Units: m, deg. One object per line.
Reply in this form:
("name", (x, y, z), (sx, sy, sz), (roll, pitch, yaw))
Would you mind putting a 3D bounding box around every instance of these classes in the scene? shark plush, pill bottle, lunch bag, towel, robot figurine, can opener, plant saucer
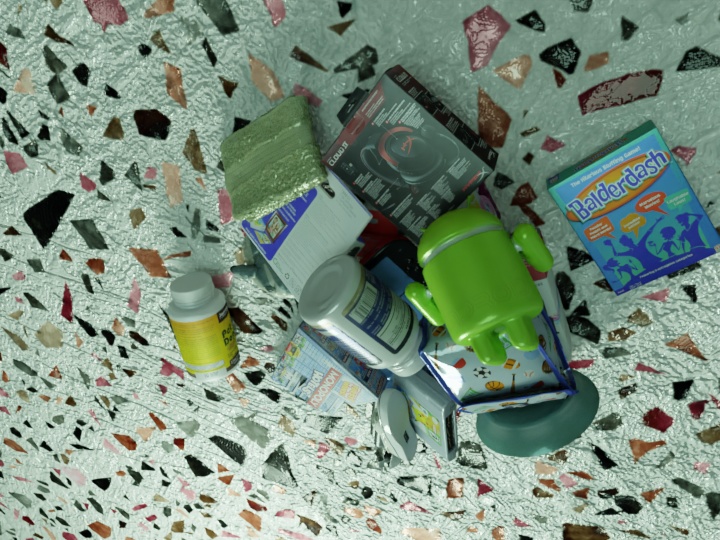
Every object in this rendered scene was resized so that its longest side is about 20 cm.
("shark plush", (-0.139, 0.003, 0.905), (0.200, 0.091, 0.083), (35, 100, 34))
("pill bottle", (-0.305, 0.108, 1.026), (0.109, 0.109, 0.201), (3, 120, 17))
("lunch bag", (0.203, 0.131, 0.770), (0.170, 0.124, 0.200), (-19, 122, 28))
("towel", (-0.143, -0.167, 0.819), (0.200, 0.036, 0.149), (-19, 85, 34))
("robot figurine", (0.142, 0.012, 0.641), (0.175, 0.116, 0.200), (-31, 67, 22))
("can opener", (0.056, 0.328, 1.078), (0.067, 0.053, 0.201), (-6, 121, -16))
("pill bottle", (0.015, 0.075, 0.773), (0.111, 0.111, 0.200), (-29, 127, 29))
("plant saucer", (0.271, 0.207, 0.840), (0.200, 0.200, 0.036), (-21, 111, 27))

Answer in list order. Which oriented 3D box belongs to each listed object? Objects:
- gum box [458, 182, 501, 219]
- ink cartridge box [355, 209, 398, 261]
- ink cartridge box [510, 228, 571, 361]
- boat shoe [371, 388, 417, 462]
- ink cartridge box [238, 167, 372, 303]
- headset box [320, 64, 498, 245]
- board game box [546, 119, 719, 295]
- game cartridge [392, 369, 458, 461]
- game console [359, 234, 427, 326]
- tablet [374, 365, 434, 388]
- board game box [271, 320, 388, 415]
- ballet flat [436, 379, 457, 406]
("gum box", (0.114, -0.123, 0.783), (0.113, 0.066, 0.200), (-24, 109, 29))
("ink cartridge box", (0.000, 0.000, 0.890), (0.116, 0.067, 0.201), (9, 120, 13))
("ink cartridge box", (0.236, 0.053, 0.834), (0.145, 0.083, 0.200), (-15, 113, 25))
("boat shoe", (0.052, 0.283, 0.977), (0.070, 0.071, 0.200), (8, 140, 29))
("ink cartridge box", (-0.085, -0.078, 0.834), (0.198, 0.043, 0.200), (50, 121, 20))
("headset box", (0.056, -0.156, 0.697), (0.200, 0.075, 0.149), (39, 124, -5))
("board game box", (0.379, -0.080, 0.735), (0.152, 0.045, 0.200), (-32, 104, 30))
("game cartridge", (0.117, 0.252, 0.958), (0.133, 0.040, 0.200), (38, 152, 40))
("game console", (0.041, 0.052, 0.848), (0.200, 0.031, 0.177), (-42, 120, 12))
("tablet", (0.097, 0.152, 0.977), (0.200, 0.014, 0.130), (-30, 106, 30))
("board game box", (-0.060, 0.206, 1.021), (0.200, 0.062, 0.200), (32, 127, 1))
("ballet flat", (0.156, 0.175, 0.927), (0.069, 0.070, 0.200), (-7, 120, 21))
